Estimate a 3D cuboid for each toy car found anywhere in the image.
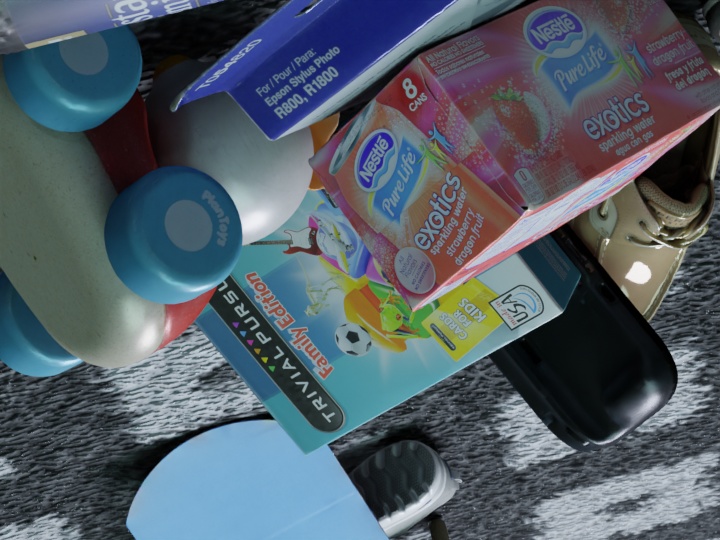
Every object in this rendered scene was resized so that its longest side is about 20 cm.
[{"bbox_3d":[-0.098,-0.065,1.142,0.200,0.177,0.184,-32,-178,-35],"label":"toy car"}]

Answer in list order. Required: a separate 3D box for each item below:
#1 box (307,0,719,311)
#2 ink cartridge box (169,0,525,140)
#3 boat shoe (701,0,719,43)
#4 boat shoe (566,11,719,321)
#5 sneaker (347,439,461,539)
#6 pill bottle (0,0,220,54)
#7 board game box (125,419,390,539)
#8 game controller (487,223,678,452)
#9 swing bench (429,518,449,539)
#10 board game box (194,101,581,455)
[{"bbox_3d":[0.084,-0.072,1.146,0.200,0.095,0.103,-29,171,-46],"label":"box"},{"bbox_3d":[0.036,-0.132,1.054,0.199,0.041,0.200,-35,175,37],"label":"ink cartridge box"},{"bbox_3d":[0.277,-0.120,1.276,0.200,0.057,0.067,8,147,-38],"label":"boat shoe"},{"bbox_3d":[0.162,-0.043,1.273,0.071,0.065,0.201,-6,124,-18],"label":"boat shoe"},{"bbox_3d":[-0.009,0.198,1.755,0.200,0.075,0.082,-24,155,23],"label":"sneaker"},{"bbox_3d":[-0.121,-0.154,0.948,0.199,0.112,0.112,-14,154,0],"label":"pill bottle"},{"bbox_3d":[-0.073,0.190,1.677,0.158,0.039,0.200,-29,114,7],"label":"board game box"},{"bbox_3d":[0.098,0.013,1.318,0.104,0.200,0.042,-44,173,39],"label":"game controller"},{"bbox_3d":[-0.010,0.295,1.806,0.198,0.130,0.200,-12,-177,1],"label":"swing bench"},{"bbox_3d":[0.000,0.000,1.289,0.200,0.047,0.151,-32,104,32],"label":"board game box"}]
